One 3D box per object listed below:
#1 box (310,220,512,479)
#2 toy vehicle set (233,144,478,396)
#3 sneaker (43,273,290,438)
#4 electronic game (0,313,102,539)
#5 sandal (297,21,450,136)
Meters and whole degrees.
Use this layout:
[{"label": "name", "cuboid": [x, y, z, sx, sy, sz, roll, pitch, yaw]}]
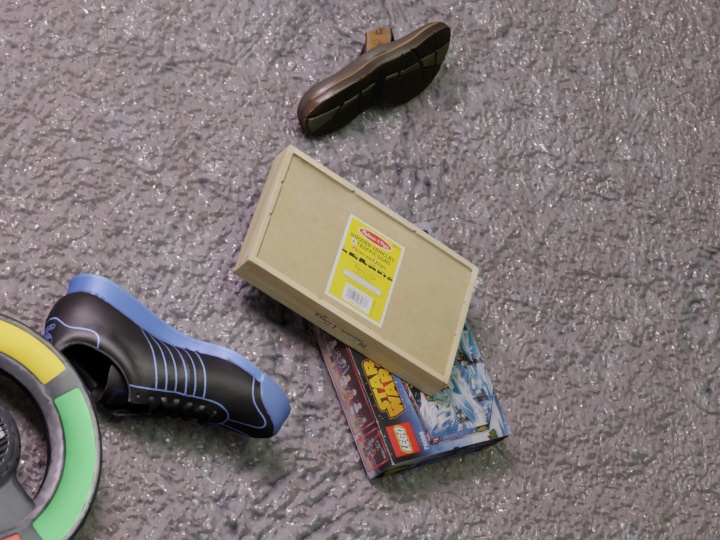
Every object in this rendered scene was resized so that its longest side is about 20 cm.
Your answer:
[{"label": "box", "cuboid": [0.032, 0.063, 1.603, 0.136, 0.040, 0.202, -8, 71, -40]}, {"label": "toy vehicle set", "cuboid": [0.000, 0.000, 1.570, 0.199, 0.026, 0.125, 33, 51, -17]}, {"label": "sneaker", "cuboid": [-0.149, 0.085, 1.443, 0.199, 0.070, 0.078, 31, 54, -11]}, {"label": "electronic game", "cuboid": [-0.274, 0.120, 1.332, 0.198, 0.042, 0.202, 12, 64, -25]}, {"label": "sandal", "cuboid": [0.009, -0.179, 1.708, 0.199, 0.082, 0.055, -31, 64, -36]}]
